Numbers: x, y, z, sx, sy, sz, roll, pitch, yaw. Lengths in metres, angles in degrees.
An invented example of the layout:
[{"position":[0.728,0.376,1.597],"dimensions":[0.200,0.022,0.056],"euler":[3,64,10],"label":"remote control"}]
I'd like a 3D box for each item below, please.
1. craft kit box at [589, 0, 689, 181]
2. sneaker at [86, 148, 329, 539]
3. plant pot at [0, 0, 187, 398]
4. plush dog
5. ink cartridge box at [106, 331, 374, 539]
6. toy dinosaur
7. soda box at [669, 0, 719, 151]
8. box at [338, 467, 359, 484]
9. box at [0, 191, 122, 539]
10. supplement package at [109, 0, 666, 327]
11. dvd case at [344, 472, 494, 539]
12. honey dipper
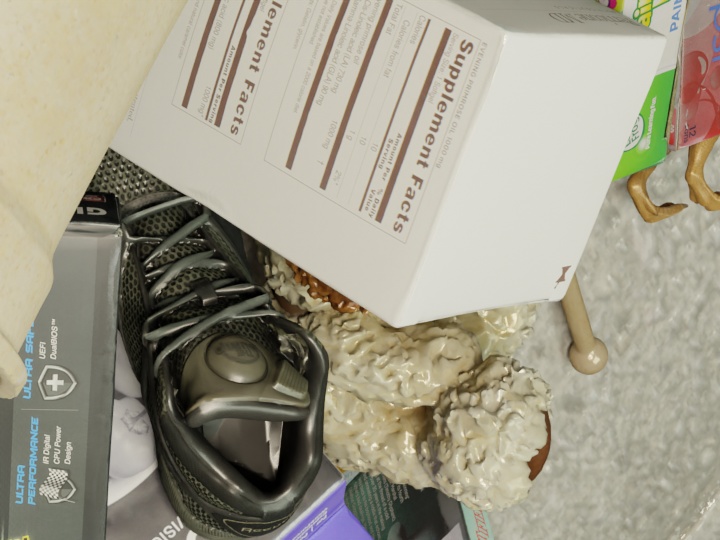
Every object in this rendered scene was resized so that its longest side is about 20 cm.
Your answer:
[{"position":[0.049,-0.163,0.817],"dimensions":[0.049,0.200,0.198],"euler":[-20,130,-35],"label":"craft kit box"},{"position":[-0.064,0.008,0.832],"dimensions":[0.076,0.114,0.200],"euler":[-16,85,-19],"label":"sneaker"},{"position":[-0.136,-0.091,0.656],"dimensions":[0.184,0.200,0.200],"euler":[-55,143,-15],"label":"plant pot"},{"position":[0.000,0.000,0.948],"dimensions":[0.160,0.200,0.172],"euler":[-7,120,7],"label":"plush dog"},{"position":[-0.108,0.121,0.884],"dimensions":[0.198,0.200,0.043],"euler":[-42,-178,-16],"label":"ink cartridge box"},{"position":[0.157,-0.077,1.128],"dimensions":[0.200,0.060,0.106],"euler":[-28,108,-35],"label":"toy dinosaur"},{"position":[0.156,-0.165,1.014],"dimensions":[0.070,0.063,0.200],"euler":[-21,121,-36],"label":"soda box"},{"position":[-0.004,0.148,1.125],"dimensions":[0.119,0.041,0.200],"euler":[-30,139,-28],"label":"box"},{"position":[-0.173,0.066,0.790],"dimensions":[0.159,0.046,0.200],"euler":[3,109,-10],"label":"box"},{"position":[-0.011,-0.076,0.771],"dimensions":[0.114,0.200,0.110],"euler":[-8,123,-54],"label":"supplement package"},{"position":[-0.014,0.169,0.984],"dimensions":[0.022,0.146,0.200],"euler":[33,110,-23],"label":"dvd case"},{"position":[0.108,-0.002,1.134],"dimensions":[0.038,0.038,0.200],"euler":[-42,143,-16],"label":"honey dipper"}]
